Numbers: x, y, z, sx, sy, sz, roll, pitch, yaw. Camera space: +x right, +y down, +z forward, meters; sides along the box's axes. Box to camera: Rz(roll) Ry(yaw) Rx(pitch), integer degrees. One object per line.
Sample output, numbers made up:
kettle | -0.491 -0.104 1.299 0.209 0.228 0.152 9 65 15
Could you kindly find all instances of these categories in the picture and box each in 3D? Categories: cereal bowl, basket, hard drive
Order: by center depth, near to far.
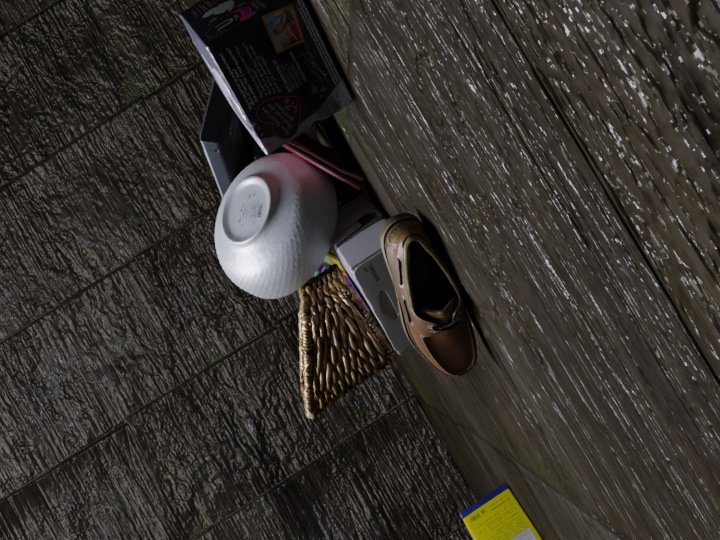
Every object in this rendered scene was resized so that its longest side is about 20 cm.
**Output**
cereal bowl | -0.130 -0.070 1.220 0.083 0.200 0.201 25 -156 -48
basket | -0.054 0.088 1.236 0.144 0.148 0.200 56 180 -10
hard drive | -0.184 -0.195 1.287 0.201 0.032 0.142 85 -167 -68

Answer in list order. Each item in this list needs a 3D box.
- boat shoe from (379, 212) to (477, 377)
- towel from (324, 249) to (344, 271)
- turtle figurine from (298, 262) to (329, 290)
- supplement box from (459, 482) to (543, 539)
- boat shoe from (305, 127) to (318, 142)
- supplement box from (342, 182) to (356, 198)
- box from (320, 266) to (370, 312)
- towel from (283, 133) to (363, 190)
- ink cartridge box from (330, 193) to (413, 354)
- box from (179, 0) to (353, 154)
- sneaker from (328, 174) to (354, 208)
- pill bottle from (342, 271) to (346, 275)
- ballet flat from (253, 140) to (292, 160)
boat shoe | 0.075 0.040 0.947 0.202 0.071 0.068 61 177 -24
towel | 0.000 0.000 1.395 0.197 0.018 0.086 26 174 11
turtle figurine | -0.061 -0.052 1.656 0.151 0.099 0.202 63 -144 -38
supplement box | 0.288 0.527 1.682 0.201 0.108 0.110 57 176 38
boat shoe | -0.115 -0.233 1.454 0.202 0.071 0.068 61 176 32
supplement box | -0.025 -0.083 1.459 0.202 0.066 0.069 60 173 -18
box | 0.005 0.046 1.562 0.135 0.040 0.200 24 179 10
towel | -0.076 -0.174 1.256 0.143 0.023 0.200 28 -171 -21
ink cartridge box | 0.028 0.001 1.214 0.146 0.083 0.200 59 178 -25
box | -0.106 -0.230 0.964 0.133 0.113 0.200 61 177 -31
sneaker | -0.033 -0.091 1.333 0.199 0.079 0.095 37 -177 -46
pill bottle | -0.064 -0.066 1.836 0.202 0.105 0.106 59 177 1
ballet flat | -0.106 -0.131 1.370 0.202 0.069 0.070 61 176 -37
